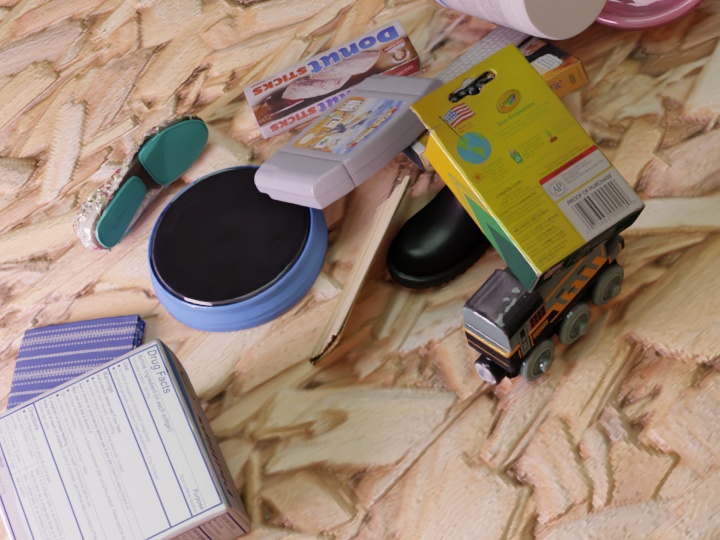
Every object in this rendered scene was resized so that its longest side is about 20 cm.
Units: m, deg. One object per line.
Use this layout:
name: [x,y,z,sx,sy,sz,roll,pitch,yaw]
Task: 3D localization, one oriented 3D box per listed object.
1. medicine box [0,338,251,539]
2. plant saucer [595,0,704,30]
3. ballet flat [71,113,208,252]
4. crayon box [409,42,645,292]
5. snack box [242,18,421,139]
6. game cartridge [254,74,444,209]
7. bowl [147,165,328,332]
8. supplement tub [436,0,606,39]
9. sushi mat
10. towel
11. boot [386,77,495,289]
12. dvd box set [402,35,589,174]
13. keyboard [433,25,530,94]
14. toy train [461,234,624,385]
medicine box: [-0.231,0.196,1.300,0.199,0.103,0.183,-25,66,-3]
plant saucer: [0.317,-0.360,1.549,0.199,0.051,0.202,-5,78,24]
ballet flat: [-0.253,-0.105,1.561,0.064,0.076,0.200,16,57,43]
crayon box: [0.148,-0.097,1.278,0.127,0.051,0.201,-31,75,-15]
snack box: [-0.033,-0.220,1.604,0.199,0.024,0.072,-24,52,-1]
game cartridge: [-0.005,-0.141,1.466,0.200,0.042,0.133,-42,26,-23]
bowl: [-0.135,-0.029,1.491,0.199,0.039,0.202,-8,54,11]
supplement tub: [0.165,-0.335,1.530,0.132,0.132,0.200,-40,37,-13]
sushi mat: [0.000,0.000,1.404,0.012,0.096,0.201,29,62,-8]
towel: [-0.298,0.139,1.436,0.144,0.024,0.201,-7,53,14]
boot: [0.100,-0.091,1.392,0.211,0.158,0.079,-39,55,-13]
dvd box set: [0.126,-0.183,1.495,0.199,0.030,0.146,-30,28,-5]
keyboard: [0.153,-0.251,1.545,0.200,0.011,0.056,-41,30,-26]
toy train: [0.176,0.018,1.322,0.085,0.114,0.200,35,71,32]
